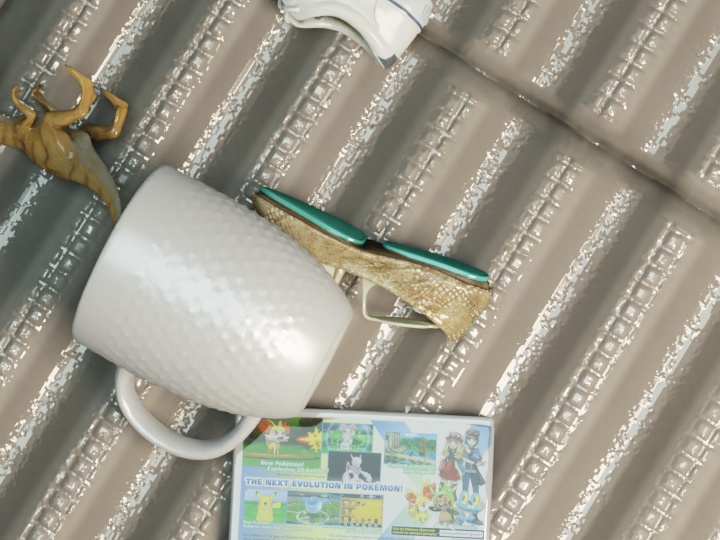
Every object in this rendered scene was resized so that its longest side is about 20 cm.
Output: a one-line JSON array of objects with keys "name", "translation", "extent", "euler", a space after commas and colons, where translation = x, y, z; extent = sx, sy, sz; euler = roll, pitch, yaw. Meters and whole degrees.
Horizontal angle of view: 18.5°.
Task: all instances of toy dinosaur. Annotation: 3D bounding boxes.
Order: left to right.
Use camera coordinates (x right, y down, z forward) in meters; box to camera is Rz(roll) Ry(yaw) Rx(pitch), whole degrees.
[{"name": "toy dinosaur", "translation": [-0.220, -0.092, 1.699], "extent": [0.199, 0.060, 0.107], "euler": [33, 91, 27]}]

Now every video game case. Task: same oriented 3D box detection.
[{"name": "video game case", "translation": [-0.001, 0.198, 1.675], "extent": [0.198, 0.022, 0.184], "euler": [3, 84, 4]}]

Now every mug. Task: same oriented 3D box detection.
[{"name": "mug", "translation": [-0.112, 0.049, 1.636], "extent": [0.175, 0.148, 0.201], "euler": [28, 113, 4]}]

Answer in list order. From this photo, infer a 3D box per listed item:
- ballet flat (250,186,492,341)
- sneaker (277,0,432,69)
[{"name": "ballet flat", "translation": [0.000, 0.000, 1.676], "extent": [0.199, 0.070, 0.066], "euler": [23, 100, 9]}, {"name": "sneaker", "translation": [-0.043, -0.227, 1.697], "extent": [0.199, 0.073, 0.071], "euler": [31, 83, 5]}]
